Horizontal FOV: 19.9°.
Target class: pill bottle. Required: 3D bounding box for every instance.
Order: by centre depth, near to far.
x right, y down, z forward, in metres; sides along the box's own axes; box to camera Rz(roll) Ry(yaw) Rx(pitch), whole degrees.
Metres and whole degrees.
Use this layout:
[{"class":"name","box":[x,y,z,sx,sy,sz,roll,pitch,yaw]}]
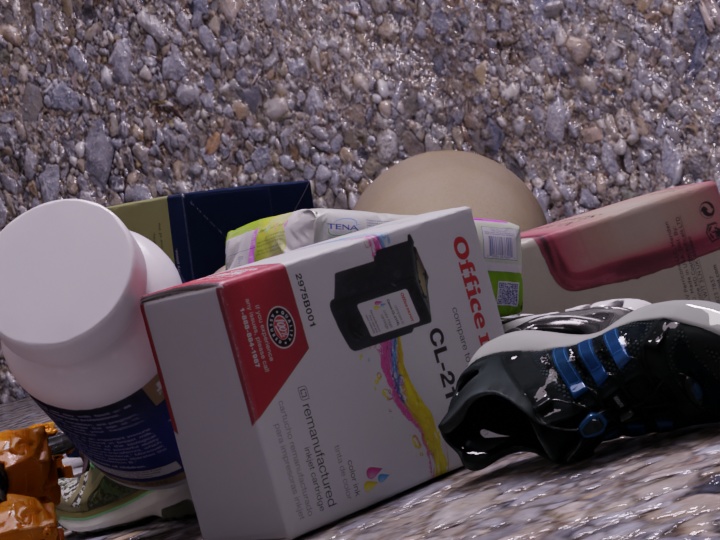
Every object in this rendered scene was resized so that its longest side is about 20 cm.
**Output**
[{"class":"pill bottle","box":[-0.148,0.045,1.224,0.115,0.116,0.200,-16,-29,7]}]

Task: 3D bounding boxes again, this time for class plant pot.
[{"class":"plant pot","box":[0.075,0.014,1.718,0.186,0.189,0.200,-16,16,5]}]

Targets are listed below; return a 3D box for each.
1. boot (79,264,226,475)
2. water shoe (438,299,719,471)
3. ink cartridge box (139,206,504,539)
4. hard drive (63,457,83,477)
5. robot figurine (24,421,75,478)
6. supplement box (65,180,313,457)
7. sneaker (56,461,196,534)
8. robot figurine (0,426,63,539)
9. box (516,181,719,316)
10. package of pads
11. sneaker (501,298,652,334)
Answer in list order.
[{"class":"boot","box":[-0.150,0.076,1.505,0.070,0.201,0.146,24,-1,-32]},{"class":"water shoe","box":[0.127,0.071,1.064,0.199,0.072,0.079,-13,31,47]},{"class":"ink cartridge box","box":[-0.010,0.056,1.171,0.199,0.147,0.083,-18,4,-41]},{"class":"hard drive","box":[-0.244,0.175,1.698,0.131,0.027,0.200,-16,1,1]},{"class":"robot figurine","box":[-0.304,0.164,1.534,0.199,0.059,0.145,-17,1,-21]},{"class":"supplement box","box":[-0.139,0.041,1.633,0.134,0.202,0.199,-8,0,-43]},{"class":"sneaker","box":[-0.146,0.121,1.379,0.199,0.089,0.077,-15,2,42]},{"class":"robot figurine","box":[-0.271,0.157,1.178,0.198,0.059,0.145,-15,33,-3]},{"class":"box","box":[0.159,0.017,1.471,0.199,0.110,0.128,-17,2,-24]},{"class":"package of pads","box":[0.000,0.000,1.364,0.153,0.069,0.200,3,-5,-21]},{"class":"sneaker","box":[0.099,0.062,1.322,0.199,0.067,0.090,-13,1,32]}]
